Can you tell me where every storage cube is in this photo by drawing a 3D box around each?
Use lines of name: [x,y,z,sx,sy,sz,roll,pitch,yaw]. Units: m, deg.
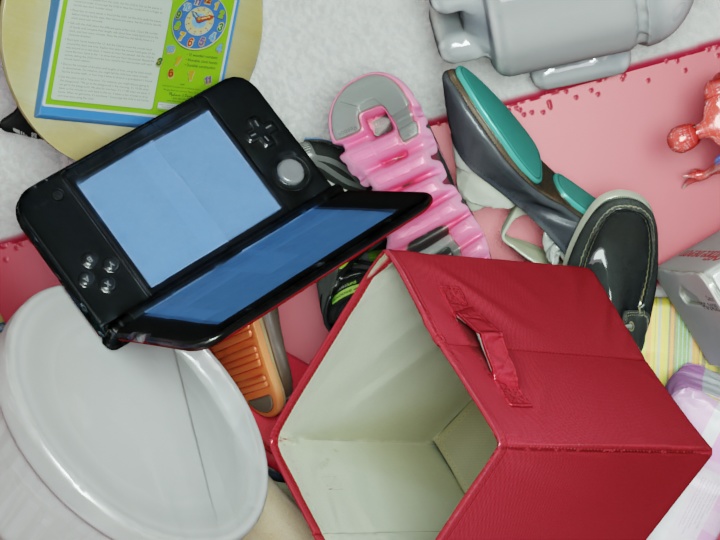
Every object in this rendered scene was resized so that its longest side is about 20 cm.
storage cube: [0.077,0.111,1.259,0.179,0.171,0.201,4,130,-36]

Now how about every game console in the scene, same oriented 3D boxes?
game console: [-0.088,-0.043,1.259,0.199,0.119,0.173,-32,80,-31]

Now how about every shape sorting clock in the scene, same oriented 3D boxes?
shape sorting clock: [-0.154,-0.167,1.349,0.199,0.039,0.202,-13,115,-30]

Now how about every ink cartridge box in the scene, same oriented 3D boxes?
ink cartridge box: [0.313,-0.013,1.332,0.199,0.145,0.084,-30,93,-4]

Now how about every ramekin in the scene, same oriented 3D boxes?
ramekin: [-0.163,0.115,1.266,0.202,0.202,0.094,45,120,-2]

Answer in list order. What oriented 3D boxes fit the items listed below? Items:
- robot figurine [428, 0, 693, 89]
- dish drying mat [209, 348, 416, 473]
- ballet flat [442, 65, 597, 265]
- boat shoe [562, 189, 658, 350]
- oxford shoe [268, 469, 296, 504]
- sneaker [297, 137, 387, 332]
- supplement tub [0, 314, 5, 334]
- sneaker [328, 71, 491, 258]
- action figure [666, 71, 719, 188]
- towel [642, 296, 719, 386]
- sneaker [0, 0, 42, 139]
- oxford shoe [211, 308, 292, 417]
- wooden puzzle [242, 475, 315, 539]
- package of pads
robot figurine: [0.143,-0.199,1.349,0.198,0.113,0.170,-11,132,1]
dish drying mat: [-0.063,0.092,1.386,0.199,0.018,0.077,29,71,12]
ballet flat: [0.111,-0.053,1.368,0.200,0.073,0.073,41,92,-20]
boat shoe: [0.168,0.047,1.349,0.071,0.068,0.202,8,106,-12]
oxford shoe: [0.001,0.165,1.391,0.198,0.071,0.075,0,90,0]
sneaker: [0.000,0.000,1.375,0.070,0.083,0.201,-21,92,1]
supplement tub: [-0.302,0.076,1.351,0.144,0.145,0.201,-28,93,2]
sneaker: [0.044,-0.038,1.364,0.078,0.095,0.202,-19,85,9]
action figure: [0.287,-0.117,1.384,0.199,0.099,0.066,-22,90,-21]
towel: [0.176,0.060,1.412,0.198,0.018,0.087,3,89,1]
sneaker: [-0.232,-0.190,1.374,0.079,0.071,0.202,-10,94,-3]
oxford shoe: [-0.073,-0.001,1.368,0.072,0.071,0.202,-15,90,-34]
wooden puzzle: [-0.135,0.202,1.378,0.185,0.046,0.200,44,105,15]
package of pads: [0.205,0.167,1.351,0.075,0.120,0.201,27,100,8]
